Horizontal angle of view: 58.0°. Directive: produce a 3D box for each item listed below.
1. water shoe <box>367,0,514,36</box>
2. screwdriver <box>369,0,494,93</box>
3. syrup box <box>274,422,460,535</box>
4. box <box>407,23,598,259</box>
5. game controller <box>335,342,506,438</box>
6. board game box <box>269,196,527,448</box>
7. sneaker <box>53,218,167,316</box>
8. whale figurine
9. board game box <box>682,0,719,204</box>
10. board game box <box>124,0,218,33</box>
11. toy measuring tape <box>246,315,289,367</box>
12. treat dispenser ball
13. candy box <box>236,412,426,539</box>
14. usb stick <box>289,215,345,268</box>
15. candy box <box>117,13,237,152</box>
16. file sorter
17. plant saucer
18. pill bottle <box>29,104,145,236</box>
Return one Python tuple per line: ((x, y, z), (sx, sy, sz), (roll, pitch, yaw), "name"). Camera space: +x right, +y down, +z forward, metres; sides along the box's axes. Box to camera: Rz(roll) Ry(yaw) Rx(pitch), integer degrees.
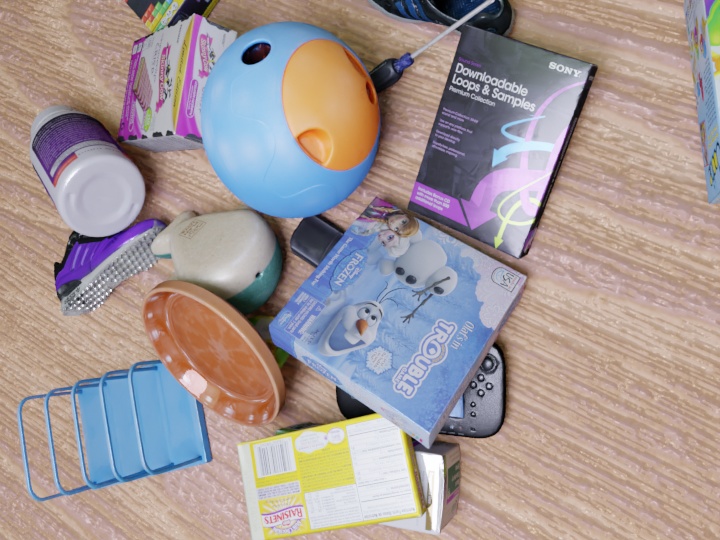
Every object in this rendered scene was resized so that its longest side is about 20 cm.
((0.080, -0.315, 0.722), (0.197, 0.079, 0.073), (26, 95, 22), "water shoe")
((0.066, -0.241, 0.708), (0.198, 0.029, 0.028), (-21, 100, 49), "screwdriver")
((0.006, 0.222, 0.711), (0.194, 0.078, 0.084), (1, 86, 22), "syrup box")
((0.141, -0.134, 0.679), (0.140, 0.036, 0.205), (25, 110, 23), "box")
((0.063, 0.123, 0.716), (0.194, 0.042, 0.108), (1, 86, 23), "game controller")
((0.041, 0.041, 0.676), (0.196, 0.044, 0.201), (29, 63, 20), "board game box")
((-0.350, -0.030, 0.883), (0.198, 0.069, 0.101), (-34, 72, 16), "sneaker")
((-0.177, -0.012, 0.803), (0.197, 0.105, 0.160), (18, 59, 41), "whale figurine")
((0.361, -0.175, 0.581), (0.100, 0.104, 0.207), (-6, 84, 21), "board game box")
((-0.245, -0.431, 0.878), (0.165, 0.056, 0.201), (45, 103, 18), "board game box")
((-0.088, 0.093, 0.757), (0.195, 0.073, 0.076), (2, 87, 33), "toy measuring tape")
((-0.074, -0.161, 0.708), (0.195, 0.200, 0.208), (-2, 85, 22), "treat dispenser ball")
((-0.035, 0.213, 0.671), (0.195, 0.026, 0.105), (-16, 81, 20), "candy box")
((0.000, 0.000, 0.756), (0.198, 0.033, 0.056), (33, 85, 21), "usb stick")
((-0.235, -0.225, 0.811), (0.197, 0.060, 0.141), (9, 89, 50), "candy box")
((-0.312, 0.201, 0.822), (0.195, 0.122, 0.143), (-18, 80, 20), "file sorter")
((-0.165, 0.094, 0.738), (0.196, 0.032, 0.204), (22, 137, 22), "plant saucer")
((-0.370, -0.141, 0.861), (0.200, 0.110, 0.113), (43, 102, 38), "pill bottle")
